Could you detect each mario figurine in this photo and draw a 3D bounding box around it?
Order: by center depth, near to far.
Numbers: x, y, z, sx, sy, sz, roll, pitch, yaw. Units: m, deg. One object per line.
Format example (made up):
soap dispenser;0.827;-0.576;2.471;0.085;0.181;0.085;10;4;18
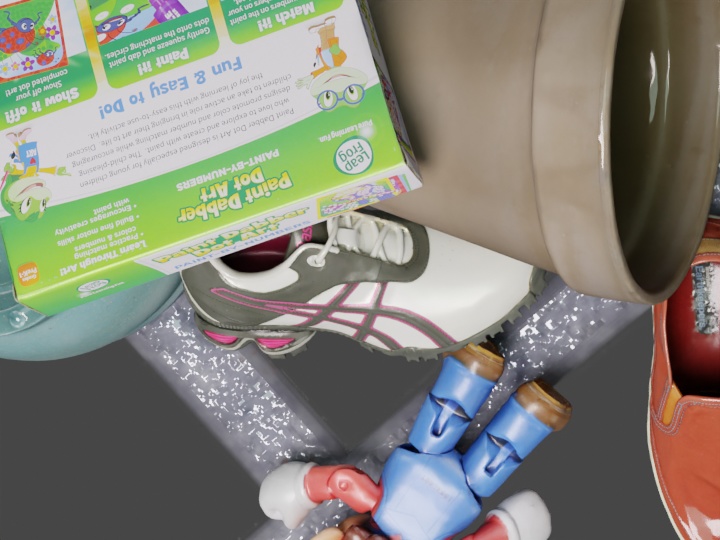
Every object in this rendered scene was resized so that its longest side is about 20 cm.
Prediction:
mario figurine;0.027;0.129;1.173;0.123;0.106;0.200;41;97;35

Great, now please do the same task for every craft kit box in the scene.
craft kit box;-0.091;-0.103;1.010;0.199;0.049;0.198;-18;72;9

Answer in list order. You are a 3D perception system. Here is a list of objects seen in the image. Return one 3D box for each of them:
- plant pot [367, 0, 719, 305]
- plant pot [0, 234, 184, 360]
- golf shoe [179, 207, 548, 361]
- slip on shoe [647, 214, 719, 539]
plant pot;0.075;-0.089;1.054;0.173;0.200;0.201;6;105;24
plant pot;-0.186;-0.037;1.124;0.199;0.134;0.201;2;104;8
golf shoe;0.000;0.000;1.116;0.199;0.088;0.078;-7;58;9
slip on shoe;0.190;0.072;1.128;0.074;0.061;0.201;-4;104;8
